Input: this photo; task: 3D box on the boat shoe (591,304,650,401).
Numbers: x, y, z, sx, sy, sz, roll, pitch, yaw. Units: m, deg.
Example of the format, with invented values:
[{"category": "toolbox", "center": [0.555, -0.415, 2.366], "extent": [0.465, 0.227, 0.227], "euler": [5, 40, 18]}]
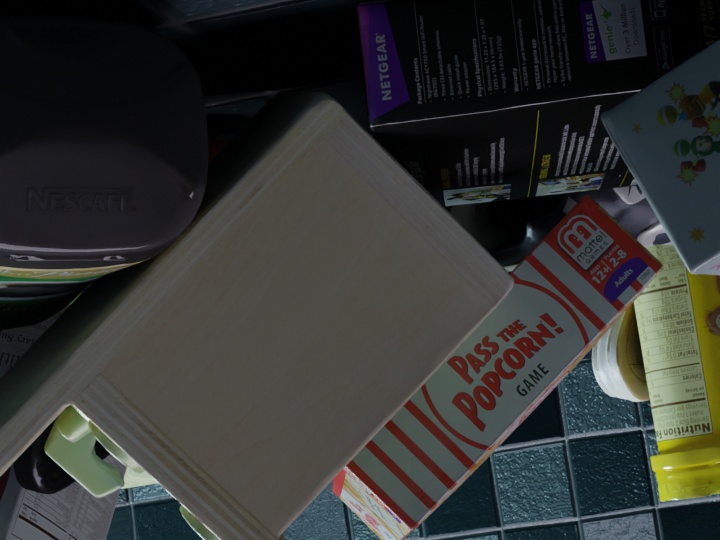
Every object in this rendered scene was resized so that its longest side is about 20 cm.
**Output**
[{"category": "boat shoe", "center": [0.169, 0.021, 1.118], "extent": [0.069, 0.071, 0.200], "euler": [-14, -155, 27]}]

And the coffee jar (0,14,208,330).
[{"category": "coffee jar", "center": [-0.130, -0.031, 0.650], "extent": [0.104, 0.085, 0.200], "euler": [-1, 171, -25]}]

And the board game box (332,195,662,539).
[{"category": "board game box", "center": [0.055, 0.055, 0.796], "extent": [0.152, 0.046, 0.200], "euler": [-45, 173, -9]}]

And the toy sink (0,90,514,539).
[{"category": "toy sink", "center": [-0.053, 0.037, 0.689], "extent": [0.200, 0.112, 0.130], "euler": [-46, -169, -3]}]

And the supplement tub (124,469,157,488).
[{"category": "supplement tub", "center": [-0.132, 0.067, 1.156], "extent": [0.200, 0.145, 0.145], "euler": [-13, 171, 33]}]

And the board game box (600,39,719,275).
[{"category": "board game box", "center": [0.197, -0.070, 0.570], "extent": [0.200, 0.064, 0.147], "euler": [-34, 162, 21]}]

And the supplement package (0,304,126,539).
[{"category": "supplement package", "center": [-0.238, 0.113, 0.891], "extent": [0.191, 0.200, 0.147], "euler": [11, 162, 11]}]

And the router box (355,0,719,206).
[{"category": "router box", "center": [0.080, -0.070, 0.713], "extent": [0.149, 0.051, 0.200], "euler": [-7, 172, 3]}]

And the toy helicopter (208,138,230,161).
[{"category": "toy helicopter", "center": [-0.140, -0.024, 0.834], "extent": [0.200, 0.079, 0.132], "euler": [3, -179, -2]}]

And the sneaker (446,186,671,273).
[{"category": "sneaker", "center": [0.076, -0.033, 0.908], "extent": [0.129, 0.080, 0.199], "euler": [6, 173, -33]}]

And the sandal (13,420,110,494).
[{"category": "sandal", "center": [-0.116, 0.045, 0.853], "extent": [0.045, 0.075, 0.200], "euler": [11, -158, 25]}]

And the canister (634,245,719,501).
[{"category": "canister", "center": [0.218, 0.030, 1.042], "extent": [0.086, 0.200, 0.148], "euler": [-13, 171, 31]}]
